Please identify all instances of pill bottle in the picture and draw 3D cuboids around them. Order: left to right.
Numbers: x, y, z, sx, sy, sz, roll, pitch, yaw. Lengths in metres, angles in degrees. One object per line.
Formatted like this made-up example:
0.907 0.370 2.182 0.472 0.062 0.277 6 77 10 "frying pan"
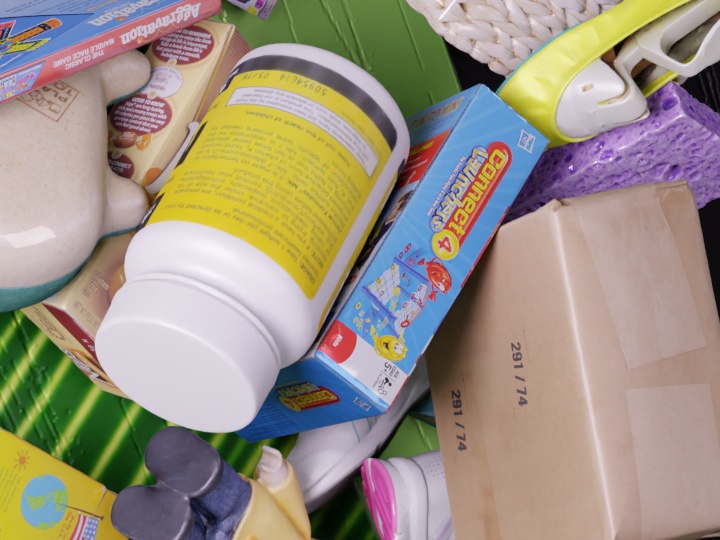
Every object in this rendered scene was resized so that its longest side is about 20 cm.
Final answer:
-0.059 -0.018 1.255 0.114 0.114 0.200 52 49 -32 "pill bottle"

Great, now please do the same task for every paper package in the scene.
0.125 0.069 1.336 0.103 0.191 0.201 -7 81 -27 "paper package"

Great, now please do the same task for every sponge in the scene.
0.140 -0.043 1.435 0.111 0.200 0.030 27 41 -50 "sponge"

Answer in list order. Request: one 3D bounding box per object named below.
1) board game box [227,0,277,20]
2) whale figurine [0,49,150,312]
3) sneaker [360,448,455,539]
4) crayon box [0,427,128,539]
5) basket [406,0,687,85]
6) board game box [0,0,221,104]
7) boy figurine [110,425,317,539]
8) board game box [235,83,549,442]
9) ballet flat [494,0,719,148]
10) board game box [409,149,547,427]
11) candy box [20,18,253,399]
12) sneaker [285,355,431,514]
-0.054 -0.260 1.363 0.120 0.032 0.200 25 99 -37 "board game box"
-0.191 -0.060 1.266 0.159 0.104 0.200 28 47 -3 "whale figurine"
0.056 0.184 1.467 0.088 0.081 0.200 -16 143 -9 "sneaker"
-0.227 0.148 1.275 0.200 0.051 0.127 36 70 -38 "crayon box"
0.115 -0.207 1.425 0.198 0.200 0.161 30 103 -40 "basket"
-0.183 -0.132 1.253 0.200 0.103 0.019 -27 129 -37 "board game box"
-0.071 0.170 1.371 0.125 0.064 0.200 -59 140 -13 "boy figurine"
0.000 0.000 1.364 0.056 0.200 0.196 38 68 -15 "board game box"
0.163 -0.124 1.339 0.200 0.067 0.067 -35 136 4 "ballet flat"
0.117 0.027 1.579 0.151 0.047 0.201 27 76 -40 "board game box"
-0.114 -0.036 1.343 0.200 0.055 0.115 -61 143 -19 "candy box"
-0.003 0.078 1.469 0.080 0.070 0.200 41 77 6 "sneaker"
